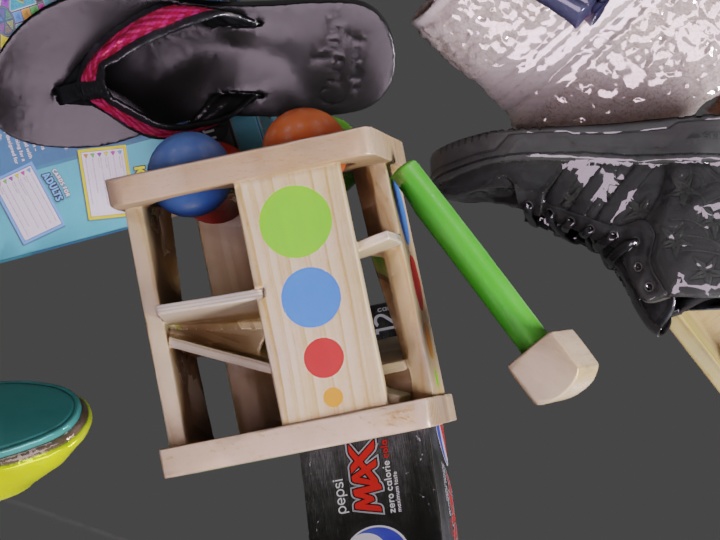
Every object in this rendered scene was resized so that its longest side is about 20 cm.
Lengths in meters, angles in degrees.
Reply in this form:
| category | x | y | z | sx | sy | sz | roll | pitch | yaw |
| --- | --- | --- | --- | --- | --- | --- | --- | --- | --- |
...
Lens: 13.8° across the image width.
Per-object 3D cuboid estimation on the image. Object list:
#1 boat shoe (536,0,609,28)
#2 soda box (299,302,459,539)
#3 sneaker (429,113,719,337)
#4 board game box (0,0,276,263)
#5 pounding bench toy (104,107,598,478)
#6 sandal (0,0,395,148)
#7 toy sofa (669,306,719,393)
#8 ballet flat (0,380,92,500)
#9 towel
| category | x | y | z | sx | sy | sz | roll | pitch | yaw |
| --- | --- | --- | --- | --- | --- | --- | --- | --- | --- |
| boat shoe | 0.057 | -0.195 | 1.393 | 0.200 | 0.075 | 0.093 | 37 | 105 | 14 |
| soda box | 0.010 | 0.119 | 1.466 | 0.071 | 0.200 | 0.063 | -11 | 152 | 8 |
| sneaker | 0.132 | -0.017 | 1.421 | 0.199 | 0.060 | 0.104 | -5 | 82 | 13 |
| board game box | -0.152 | -0.090 | 1.479 | 0.200 | 0.047 | 0.151 | -14 | 107 | 9 |
| pounding bench toy | 0.000 | 0.000 | 1.390 | 0.200 | 0.124 | 0.156 | -11 | 87 | 7 |
| sandal | -0.084 | -0.097 | 1.422 | 0.200 | 0.045 | 0.075 | -5 | 108 | 6 |
| toy sofa | 0.244 | -0.018 | 1.464 | 0.200 | 0.098 | 0.083 | -41 | 76 | 16 |
| ballet flat | -0.229 | 0.102 | 1.548 | 0.200 | 0.067 | 0.067 | -8 | 129 | 10 |
| towel | 0.140 | -0.139 | 1.447 | 0.200 | 0.034 | 0.133 | -41 | 100 | 16 |
